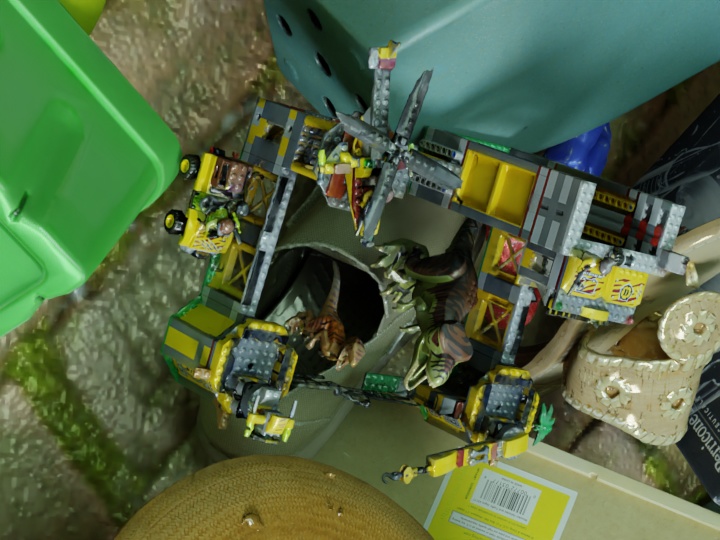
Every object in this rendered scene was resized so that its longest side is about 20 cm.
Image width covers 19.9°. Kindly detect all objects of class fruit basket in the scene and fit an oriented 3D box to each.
[{"bbox_3d":[-0.164,-0.087,0.756,0.216,0.155,0.216,49,22,-27],"label":"fruit basket"}]

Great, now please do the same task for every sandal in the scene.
[{"bbox_3d":[0.117,0.045,0.887,0.077,0.212,0.070,-12,75,-36],"label":"sandal"}]

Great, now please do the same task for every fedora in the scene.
[{"bbox_3d":[-0.039,0.167,0.762,0.200,0.082,0.202,8,77,-37],"label":"fedora"}]

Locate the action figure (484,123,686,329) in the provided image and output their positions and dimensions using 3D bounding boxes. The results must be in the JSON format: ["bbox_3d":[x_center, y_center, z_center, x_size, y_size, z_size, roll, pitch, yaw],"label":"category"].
[{"bbox_3d":[0.121,-0.044,0.935,0.201,0.098,0.065,-59,153,-33],"label":"action figure"}]

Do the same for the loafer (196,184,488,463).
[{"bbox_3d":[0.000,0.000,0.881,0.075,0.068,0.201,29,71,9],"label":"loafer"}]

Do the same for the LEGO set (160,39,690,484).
[{"bbox_3d":[0.033,0.011,0.782,0.199,0.116,0.155,22,91,-39],"label":"LEGO set"}]

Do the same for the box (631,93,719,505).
[{"bbox_3d":[0.214,0.007,0.931,0.104,0.200,0.182,33,105,-30],"label":"box"}]

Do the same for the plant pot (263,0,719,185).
[{"bbox_3d":[0.063,-0.137,0.872,0.199,0.141,0.142,-35,149,-15],"label":"plant pot"}]

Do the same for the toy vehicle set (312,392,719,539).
[{"bbox_3d":[0.050,0.130,0.873,0.125,0.199,0.027,-64,163,-16],"label":"toy vehicle set"}]

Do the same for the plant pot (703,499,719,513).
[{"bbox_3d":[0.290,0.181,1.043,0.200,0.196,0.197,-36,111,-40],"label":"plant pot"}]
